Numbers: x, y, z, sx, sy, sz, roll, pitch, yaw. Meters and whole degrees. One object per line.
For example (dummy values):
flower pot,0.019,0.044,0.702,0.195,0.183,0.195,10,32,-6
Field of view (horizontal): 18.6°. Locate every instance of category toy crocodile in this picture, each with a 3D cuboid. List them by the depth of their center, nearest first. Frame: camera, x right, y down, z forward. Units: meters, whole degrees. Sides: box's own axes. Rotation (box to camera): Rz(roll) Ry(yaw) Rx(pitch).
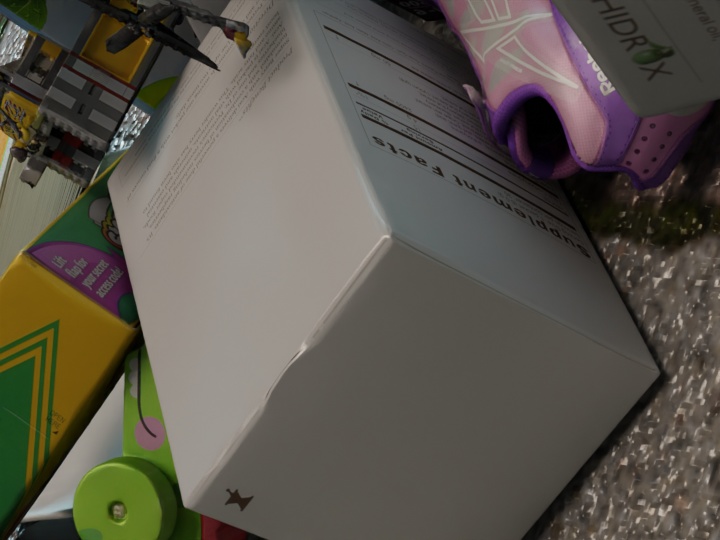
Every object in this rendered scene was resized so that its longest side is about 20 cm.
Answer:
toy crocodile,-0.068,0.121,0.817,0.061,0.067,0.202,4,91,18

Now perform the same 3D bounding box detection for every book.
book,-0.187,-0.035,1.176,0.200,0.048,0.135,-151,81,-74

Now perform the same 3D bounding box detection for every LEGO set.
LEGO set,-0.125,-0.111,0.806,0.117,0.153,0.200,-64,15,-19

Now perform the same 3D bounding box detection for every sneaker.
sneaker,0.065,-0.080,0.788,0.200,0.080,0.089,32,105,61

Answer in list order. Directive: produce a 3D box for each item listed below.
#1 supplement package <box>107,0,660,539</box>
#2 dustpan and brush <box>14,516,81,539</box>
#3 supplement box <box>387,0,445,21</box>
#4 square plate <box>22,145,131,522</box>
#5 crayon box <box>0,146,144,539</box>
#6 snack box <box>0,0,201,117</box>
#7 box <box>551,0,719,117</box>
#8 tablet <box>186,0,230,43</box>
supplement package,0.000,0.000,0.787,0.122,0.119,0.201,-52,31,22
dustpan and brush,-0.123,0.153,0.892,0.200,0.057,0.141,71,-161,-70
supplement box,-0.020,-0.189,0.877,0.061,0.199,0.110,3,71,61
square plate,-0.114,0.029,1.059,0.199,0.028,0.200,-12,58,57
crayon box,-0.134,0.046,0.904,0.173,0.058,0.200,-53,4,18
snack box,-0.073,-0.176,0.962,0.201,0.168,0.068,-56,24,-2
box,0.115,-0.189,0.604,0.170,0.200,0.200,-12,55,27
tablet,-0.054,-0.202,0.916,0.130,0.201,0.014,-32,15,-10
